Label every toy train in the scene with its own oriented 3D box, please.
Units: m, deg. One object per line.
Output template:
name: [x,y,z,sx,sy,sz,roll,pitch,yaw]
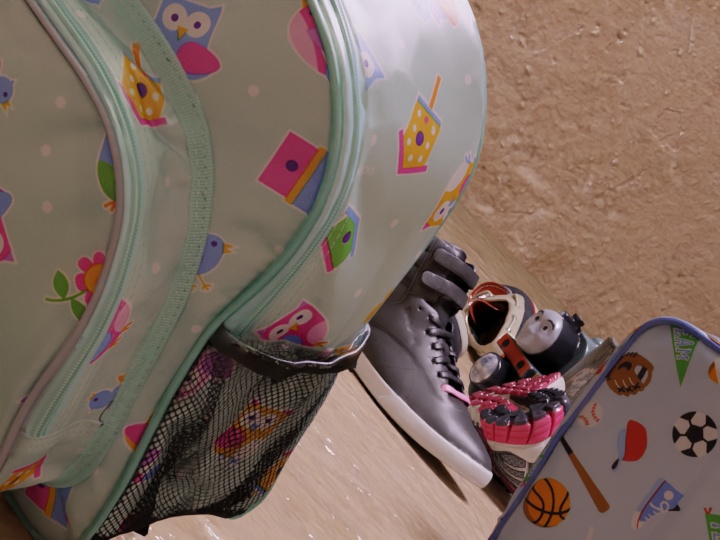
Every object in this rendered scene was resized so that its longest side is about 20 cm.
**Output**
toy train: [0.173,0.113,1.763,0.200,0.114,0.085,44,6,-31]

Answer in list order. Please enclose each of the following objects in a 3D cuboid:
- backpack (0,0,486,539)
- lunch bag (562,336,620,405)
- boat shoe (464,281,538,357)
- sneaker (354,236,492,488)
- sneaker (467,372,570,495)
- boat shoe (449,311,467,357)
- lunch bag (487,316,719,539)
backpack: [-0.068,-0.038,0.643,0.176,0.200,0.153,51,23,24]
lunch bag: [0.211,0.171,1.622,0.164,0.117,0.200,48,10,-18]
boat shoe: [0.129,0.052,2.101,0.063,0.071,0.200,42,12,-19]
sneaker: [0.046,0.041,1.411,0.200,0.099,0.071,52,6,32]
sneaker: [0.113,0.120,1.557,0.200,0.080,0.075,-70,145,-83]
boat shoe: [0.000,0.000,1.549,0.200,0.072,0.068,52,44,-20]
lunch bag: [0.166,0.138,1.174,0.160,0.201,0.076,35,1,14]
